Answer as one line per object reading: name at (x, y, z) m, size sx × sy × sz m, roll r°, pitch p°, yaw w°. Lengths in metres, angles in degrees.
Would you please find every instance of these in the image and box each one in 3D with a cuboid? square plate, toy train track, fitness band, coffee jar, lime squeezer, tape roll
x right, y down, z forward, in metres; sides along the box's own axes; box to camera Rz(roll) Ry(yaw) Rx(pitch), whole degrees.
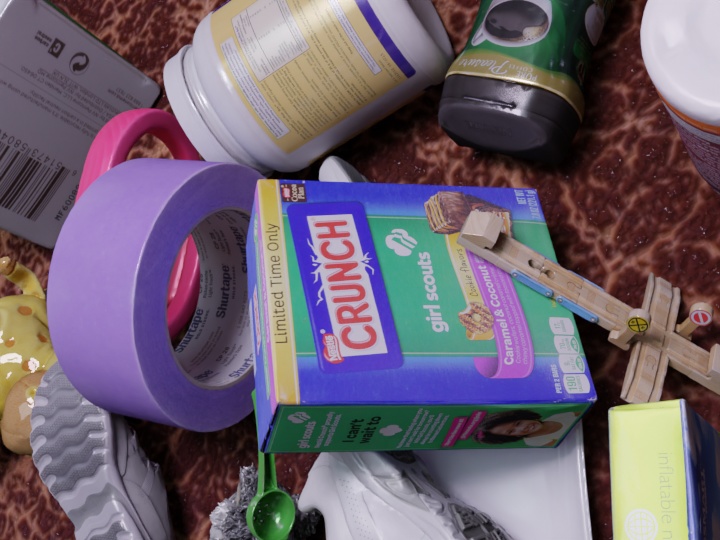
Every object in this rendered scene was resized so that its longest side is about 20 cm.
square plate at (0.068, 0.182, 0.702) m, size 0.199 × 0.028 × 0.200 m, roll -12°, pitch 70°, yaw 26°
toy train track at (0.155, 0.015, 0.636) m, size 0.199 × 0.033 × 0.115 m, roll 29°, pitch 47°, yaw -1°
fitness band at (-0.178, -0.035, 0.840) m, size 0.037 × 0.143 × 0.201 m, roll 2°, pitch 76°, yaw 28°
coffee jar at (0.132, -0.181, 0.745) m, size 0.104 × 0.085 × 0.201 m, roll 16°, pitch 82°, yaw 30°
lime squeezer at (-0.041, 0.182, 0.684) m, size 0.071 × 0.038 × 0.201 m, roll -38°, pitch 66°, yaw 33°
tape roll at (-0.133, 0.017, 0.766) m, size 0.084 × 0.200 × 0.201 m, roll 6°, pitch 78°, yaw 31°

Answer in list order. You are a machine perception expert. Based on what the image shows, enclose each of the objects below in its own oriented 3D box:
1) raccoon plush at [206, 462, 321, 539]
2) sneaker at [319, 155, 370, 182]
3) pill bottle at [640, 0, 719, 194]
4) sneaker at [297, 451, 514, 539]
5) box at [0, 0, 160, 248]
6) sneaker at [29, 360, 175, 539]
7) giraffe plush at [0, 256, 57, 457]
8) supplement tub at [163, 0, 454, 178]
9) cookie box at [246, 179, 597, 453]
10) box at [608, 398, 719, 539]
raccoon plush at (-0.067, 0.234, 0.707) m, size 0.134 × 0.097 × 0.200 m, roll -54°, pitch 35°, yaw 5°
sneaker at (0.000, 0.000, 0.774) m, size 0.080 × 0.070 × 0.201 m, roll -33°, pitch 62°, yaw 20°
pill bottle at (0.242, -0.102, 0.591) m, size 0.113 × 0.200 × 0.115 m, roll -9°, pitch 70°, yaw 26°
sneaker at (0.032, 0.187, 0.669) m, size 0.200 × 0.078 × 0.100 m, roll 40°, pitch 103°, yaw 41°
box at (-0.342, -0.166, 0.942) m, size 0.171 × 0.199 × 0.201 m, roll 36°, pitch 92°, yaw 33°
sneaker at (-0.200, 0.163, 0.803) m, size 0.074 × 0.082 × 0.201 m, roll -19°, pitch 85°, yaw 18°
giraffe plush at (-0.284, 0.105, 0.873) m, size 0.162 × 0.173 × 0.200 m, roll 27°, pitch 54°, yaw 23°
supplement tub at (-0.042, -0.169, 0.804) m, size 0.199 × 0.145 × 0.146 m, roll -29°, pitch 62°, yaw 18°
cookie box at (0.031, 0.028, 0.657) m, size 0.198 × 0.075 × 0.172 m, roll 1°, pitch 54°, yaw -13°
box at (0.178, 0.144, 0.549) m, size 0.047 × 0.200 × 0.123 m, roll -8°, pitch 71°, yaw 26°
